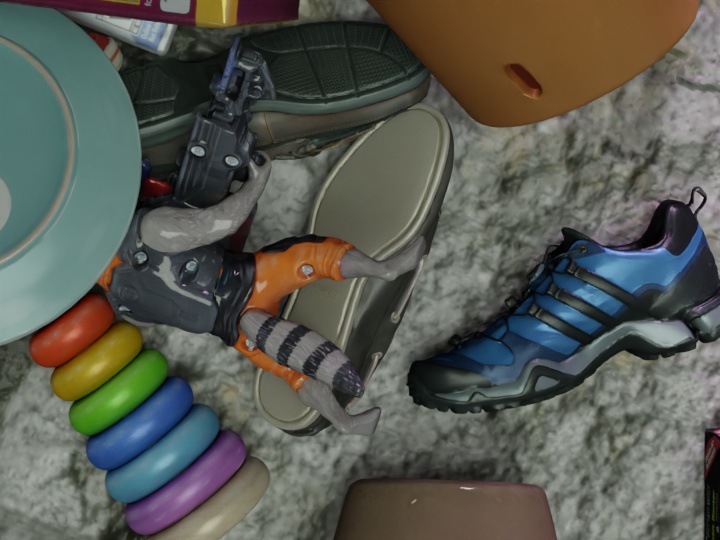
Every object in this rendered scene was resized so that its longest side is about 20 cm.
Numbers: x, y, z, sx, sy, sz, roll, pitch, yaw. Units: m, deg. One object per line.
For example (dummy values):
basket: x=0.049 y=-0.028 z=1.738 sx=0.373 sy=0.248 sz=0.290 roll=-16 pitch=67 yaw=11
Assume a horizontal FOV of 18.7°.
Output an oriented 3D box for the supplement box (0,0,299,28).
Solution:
supplement box: x=-0.132 y=-0.196 z=1.090 sx=0.198 sy=0.103 sz=0.132 roll=10 pitch=102 yaw=17

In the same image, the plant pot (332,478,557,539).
plant pot: x=0.047 y=0.207 z=1.231 sx=0.198 sy=0.200 sz=0.176 roll=3 pitch=82 yaw=-8

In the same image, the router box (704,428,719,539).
router box: x=0.284 y=0.190 z=1.307 sx=0.148 sy=0.062 sz=0.202 roll=-2 pitch=102 yaw=-7

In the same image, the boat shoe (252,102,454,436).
boat shoe: x=0.000 y=0.000 z=1.240 sx=0.067 sy=0.057 sz=0.201 roll=27 pitch=94 yaw=24

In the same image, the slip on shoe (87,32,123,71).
slip on shoe: x=-0.226 y=-0.100 z=1.171 sx=0.198 sy=0.074 sz=0.062 roll=-11 pitch=114 yaw=0

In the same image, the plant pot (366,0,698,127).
plant pot: x=0.086 y=-0.169 z=1.144 sx=0.199 sy=0.200 sz=0.141 roll=-30 pitch=112 yaw=-1

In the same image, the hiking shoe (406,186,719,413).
hiking shoe: x=0.113 y=0.021 z=1.252 sx=0.199 sy=0.074 sz=0.087 roll=-19 pitch=96 yaw=-14

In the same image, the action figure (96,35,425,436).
action figure: x=-0.067 y=-0.012 z=1.149 sx=0.192 sy=0.105 sz=0.201 roll=20 pitch=131 yaw=10

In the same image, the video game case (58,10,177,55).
video game case: x=-0.154 y=-0.241 z=1.179 sx=0.181 sy=0.022 sz=0.201 roll=20 pitch=98 yaw=-11

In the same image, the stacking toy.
stacking toy: x=-0.140 y=0.065 z=1.221 sx=0.085 sy=0.085 sz=0.201 roll=-37 pitch=97 yaw=1

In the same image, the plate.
plate: x=-0.211 y=-0.057 z=1.116 sx=0.198 sy=0.026 sz=0.202 roll=0 pitch=73 yaw=0

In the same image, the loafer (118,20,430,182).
loafer: x=-0.057 y=-0.088 z=1.210 sx=0.198 sy=0.072 sz=0.063 roll=-10 pitch=137 yaw=-2
